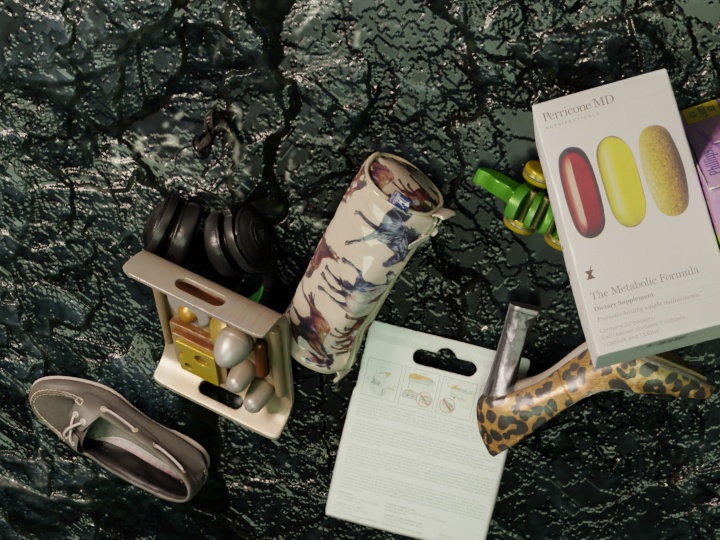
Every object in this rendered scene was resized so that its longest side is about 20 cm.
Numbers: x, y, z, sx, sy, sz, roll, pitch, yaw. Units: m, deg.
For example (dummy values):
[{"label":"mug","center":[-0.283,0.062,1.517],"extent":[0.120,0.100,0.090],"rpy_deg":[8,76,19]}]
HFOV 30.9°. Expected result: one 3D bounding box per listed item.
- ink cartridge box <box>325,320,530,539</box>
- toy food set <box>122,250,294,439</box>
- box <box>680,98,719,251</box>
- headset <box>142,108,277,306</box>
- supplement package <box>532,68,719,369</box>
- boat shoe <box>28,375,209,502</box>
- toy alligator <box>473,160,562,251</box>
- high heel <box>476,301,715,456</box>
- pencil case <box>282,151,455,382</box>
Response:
[{"label":"ink cartridge box","center":[0.065,0.159,1.258],"extent":[0.161,0.057,0.202],"rpy_deg":[14,97,3]},{"label":"toy food set","center":[-0.138,0.075,1.176],"extent":[0.142,0.061,0.201],"rpy_deg":[24,149,14]},{"label":"box","center":[0.331,-0.022,1.033],"extent":[0.096,0.176,0.202],"rpy_deg":[-17,112,13]},{"label":"headset","center":[-0.136,-0.041,1.180],"extent":[0.122,0.094,0.201],"rpy_deg":[6,132,7]},{"label":"supplement package","center":[0.212,-0.037,1.028],"extent":[0.112,0.110,0.202],"rpy_deg":[-15,78,6]},{"label":"boat shoe","center":[-0.243,0.168,1.297],"extent":[0.198,0.057,0.067],"rpy_deg":[27,118,-4]},{"label":"toy alligator","center":[0.190,-0.040,1.120],"extent":[0.198,0.054,0.060],"rpy_deg":[22,118,-2]},{"label":"high heel","center":[0.207,0.124,1.173],"extent":[0.198,0.071,0.144],"rpy_deg":[18,101,17]},{"label":"pencil case","center":[0.000,0.000,1.156],"extent":[0.089,0.077,0.201],"rpy_deg":[44,120,26]}]
